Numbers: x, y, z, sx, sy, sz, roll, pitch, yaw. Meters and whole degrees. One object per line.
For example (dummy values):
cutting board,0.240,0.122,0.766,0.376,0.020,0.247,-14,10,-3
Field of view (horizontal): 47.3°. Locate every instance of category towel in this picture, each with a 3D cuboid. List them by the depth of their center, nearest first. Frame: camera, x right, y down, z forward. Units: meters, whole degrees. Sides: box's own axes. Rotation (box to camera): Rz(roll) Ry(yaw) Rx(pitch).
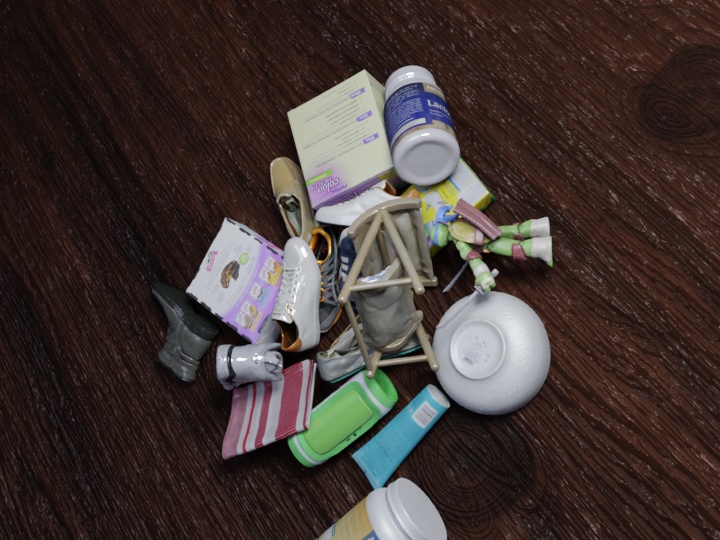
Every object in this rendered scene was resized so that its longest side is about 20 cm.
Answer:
towel,-0.166,0.249,1.483,0.198,0.023,0.146,-25,41,29

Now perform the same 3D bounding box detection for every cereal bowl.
cereal bowl,0.202,0.130,1.328,0.197,0.083,0.204,-6,77,26

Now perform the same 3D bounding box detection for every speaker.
speaker,-0.032,0.254,1.425,0.199,0.088,0.089,-40,65,15

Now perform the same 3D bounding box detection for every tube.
tube,0.068,0.280,1.391,0.200,0.050,0.078,-49,59,17

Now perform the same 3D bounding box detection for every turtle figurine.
turtle figurine,0.212,-0.014,1.333,0.190,0.144,0.204,-4,87,11

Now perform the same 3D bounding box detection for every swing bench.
swing bench,0.051,0.027,1.302,0.127,0.201,0.202,-7,46,10

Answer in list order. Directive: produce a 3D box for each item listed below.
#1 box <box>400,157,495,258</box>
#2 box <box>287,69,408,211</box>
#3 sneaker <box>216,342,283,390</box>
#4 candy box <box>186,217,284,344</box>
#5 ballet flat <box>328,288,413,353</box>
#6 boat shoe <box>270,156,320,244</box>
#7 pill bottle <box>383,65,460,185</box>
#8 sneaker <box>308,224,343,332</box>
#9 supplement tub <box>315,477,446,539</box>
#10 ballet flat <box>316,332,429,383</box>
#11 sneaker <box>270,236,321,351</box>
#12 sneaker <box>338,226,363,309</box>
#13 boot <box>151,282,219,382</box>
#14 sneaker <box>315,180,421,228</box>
box,0.125,-0.100,1.434,0.200,0.048,0.118,-42,63,13
box,-0.019,-0.227,1.506,0.174,0.096,0.203,-24,69,21
sneaker,-0.195,0.175,1.490,0.113,0.200,0.077,-1,78,-2
candy box,-0.214,0.022,1.574,0.199,0.071,0.169,33,96,28
ballet flat,0.016,0.097,1.442,0.069,0.063,0.201,45,101,29
boat shoe,-0.131,-0.136,1.558,0.071,0.076,0.202,-34,66,18
pill bottle,0.099,-0.252,1.411,0.115,0.116,0.202,-27,46,20
sneaker,-0.074,0.012,1.500,0.077,0.077,0.204,2,83,26
supplement tub,0.027,0.445,1.321,0.200,0.144,0.145,-43,64,14
ballet flat,0.019,0.128,1.397,0.197,0.067,0.065,-21,96,-3
sneaker,-0.117,0.045,1.445,0.072,0.084,0.204,0,99,42
sneaker,0.000,0.000,1.401,0.074,0.201,0.086,-3,61,-3
boot,-0.377,0.123,1.647,0.199,0.067,0.132,39,105,29
sneaker,0.016,-0.111,1.424,0.197,0.073,0.086,4,85,25
